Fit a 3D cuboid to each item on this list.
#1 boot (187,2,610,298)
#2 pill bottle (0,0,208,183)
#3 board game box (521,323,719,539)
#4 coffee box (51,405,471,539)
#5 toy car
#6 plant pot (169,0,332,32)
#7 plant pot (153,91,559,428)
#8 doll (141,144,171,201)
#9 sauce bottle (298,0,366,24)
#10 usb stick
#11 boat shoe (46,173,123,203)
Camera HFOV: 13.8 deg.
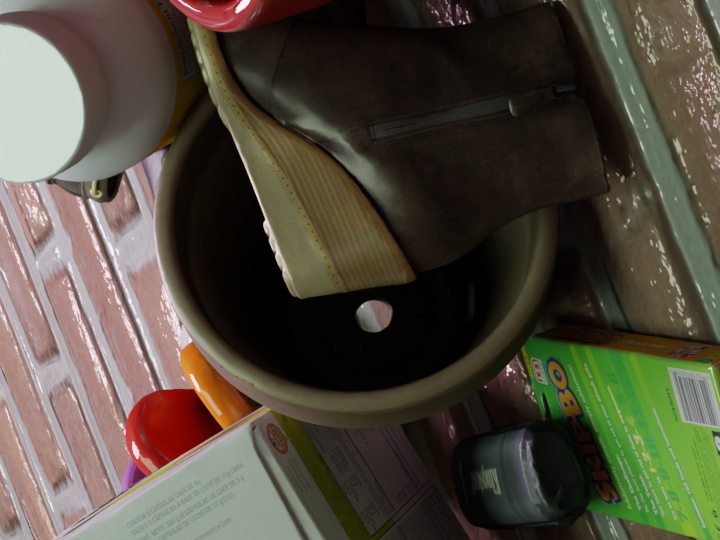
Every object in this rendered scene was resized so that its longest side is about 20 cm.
[{"bbox_3d":[0.013,-0.097,1.423,0.072,0.166,0.200,52,-164,-82],"label":"boot"},{"bbox_3d":[-0.128,-0.109,1.493,0.112,0.200,0.112,8,111,21],"label":"pill bottle"},{"bbox_3d":[0.141,0.079,1.447,0.200,0.030,0.096,5,114,64],"label":"board game box"},{"bbox_3d":[-0.055,0.193,1.642,0.200,0.200,0.198,58,-161,-1],"label":"coffee box"},{"bbox_3d":[-0.075,0.116,1.812,0.175,0.150,0.200,52,152,35],"label":"toy car"},{"bbox_3d":[-0.012,-0.226,1.323,0.200,0.182,0.201,50,152,40],"label":"plant pot"},{"bbox_3d":[0.000,0.000,1.524,0.200,0.200,0.175,62,173,17],"label":"plant pot"},{"bbox_3d":[-0.105,-0.065,1.743,0.136,0.048,0.200,-174,71,-87],"label":"doll"},{"bbox_3d":[-0.039,-0.156,1.610,0.200,0.066,0.066,50,151,34],"label":"sauce bottle"},{"bbox_3d":[0.081,0.109,1.559,0.200,0.033,0.056,148,102,-79],"label":"usb stick"},{"bbox_3d":[-0.131,-0.125,1.649,0.060,0.072,0.202,27,122,-1],"label":"boat shoe"}]
